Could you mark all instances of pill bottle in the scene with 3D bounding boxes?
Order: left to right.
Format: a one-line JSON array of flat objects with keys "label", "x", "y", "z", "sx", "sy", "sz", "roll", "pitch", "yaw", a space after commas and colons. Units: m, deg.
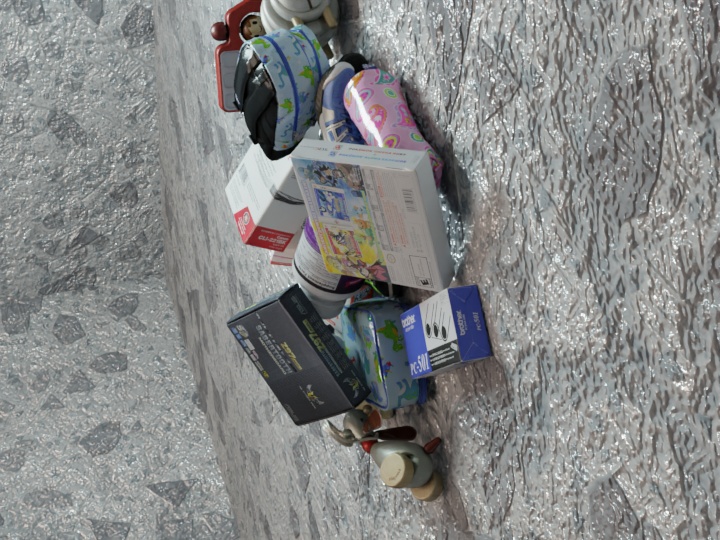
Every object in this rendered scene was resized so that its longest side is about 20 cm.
[{"label": "pill bottle", "x": -0.035, "y": -0.028, "z": 1.570, "sx": 0.112, "sy": 0.111, "sz": 0.201, "roll": 65, "pitch": 144, "yaw": 41}]

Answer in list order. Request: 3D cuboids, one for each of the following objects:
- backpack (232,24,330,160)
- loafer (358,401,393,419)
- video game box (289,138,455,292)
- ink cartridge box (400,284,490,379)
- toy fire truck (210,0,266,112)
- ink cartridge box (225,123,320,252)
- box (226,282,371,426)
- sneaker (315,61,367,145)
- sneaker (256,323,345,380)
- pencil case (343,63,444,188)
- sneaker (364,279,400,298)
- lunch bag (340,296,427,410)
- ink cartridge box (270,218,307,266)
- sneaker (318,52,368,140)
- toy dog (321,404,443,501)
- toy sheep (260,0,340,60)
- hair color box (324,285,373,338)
[{"label": "backpack", "x": -0.122, "y": -0.280, "z": 1.626, "sx": 0.200, "sy": 0.153, "sz": 0.164, "roll": 75, "pitch": 171, "yaw": -76}, {"label": "loafer", "x": -0.031, "y": 0.192, "z": 1.794, "sx": 0.200, "sy": 0.068, "sz": 0.076, "roll": 33, "pitch": 142, "yaw": 29}, {"label": "video game box", "x": 0.018, "y": -0.069, "z": 1.387, "sx": 0.181, "sy": 0.047, "sz": 0.201, "roll": 8, "pitch": 135, "yaw": 27}, {"label": "ink cartridge box", "x": 0.108, "y": 0.085, "z": 1.434, "sx": 0.200, "sy": 0.044, "sz": 0.095, "roll": 140, "pitch": 121, "yaw": -71}, {"label": "toy fire truck", "x": -0.174, "y": -0.382, "z": 1.890, "sx": 0.112, "sy": 0.167, "sz": 0.201, "roll": -136, "pitch": 39, "yaw": -62}, {"label": "ink cartridge box", "x": -0.134, "y": -0.155, "z": 1.812, "sx": 0.200, "sy": 0.083, "sz": 0.145, "roll": -55, "pitch": 41, "yaw": 31}, {"label": "box", "x": -0.094, "y": 0.129, "z": 1.618, "sx": 0.157, "sy": 0.051, "sz": 0.200, "roll": -24, "pitch": 103, "yaw": 49}, {"label": "sneaker", "x": -0.017, "y": -0.204, "z": 1.571, "sx": 0.077, "sy": 0.076, "sz": 0.201, "roll": 29, "pitch": 133, "yaw": 41}, {"label": "sneaker", "x": -0.067, "y": 0.115, "z": 1.723, "sx": 0.080, "sy": 0.130, "sz": 0.199, "roll": 52, "pitch": 140, "yaw": -4}, {"label": "pencil case", "x": 0.042, "y": -0.184, "z": 1.439, "sx": 0.088, "sy": 0.087, "sz": 0.201, "roll": 99, "pitch": 156, "yaw": -46}, {"label": "sneaker", "x": 0.000, "y": 0.000, "z": 1.672, "sx": 0.200, "sy": 0.082, "sz": 0.072, "roll": -145, "pitch": 48, "yaw": -66}, {"label": "lunch bag", "x": 0.033, "y": 0.125, "z": 1.627, "sx": 0.200, "sy": 0.082, "sz": 0.162, "roll": -178, "pitch": 78, "yaw": -74}, {"label": "ink cartridge box", "x": -0.122, "y": -0.081, "z": 1.973, "sx": 0.200, "sy": 0.067, "sz": 0.117, "roll": 129, "pitch": 146, "yaw": -78}, {"label": "sneaker", "x": -0.029, "y": -0.245, "z": 1.666, "sx": 0.108, "sy": 0.067, "sz": 0.202, "roll": -132, "pitch": 34, "yaw": -56}, {"label": "toy dog", "x": 0.052, "y": 0.251, "z": 1.608, "sx": 0.200, "sy": 0.097, "sz": 0.132, "roll": 37, "pitch": -175, "yaw": 25}, {"label": "toy sheep", "x": -0.092, "y": -0.402, "z": 1.687, "sx": 0.200, "sy": 0.137, "sz": 0.139, "roll": 113, "pitch": 144, "yaw": -67}, {"label": "hair color box", "x": -0.040, "y": 0.073, "z": 1.819, "sx": 0.101, "sy": 0.061, "sz": 0.201, "roll": 36, "pitch": 141, "yaw": 26}]
